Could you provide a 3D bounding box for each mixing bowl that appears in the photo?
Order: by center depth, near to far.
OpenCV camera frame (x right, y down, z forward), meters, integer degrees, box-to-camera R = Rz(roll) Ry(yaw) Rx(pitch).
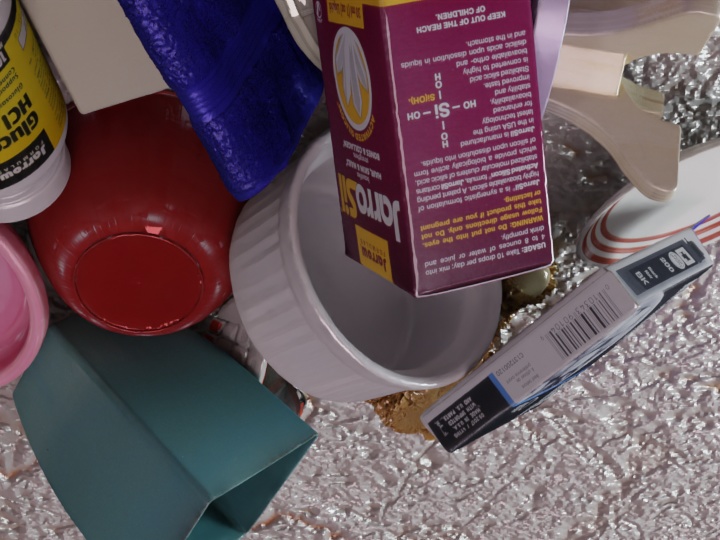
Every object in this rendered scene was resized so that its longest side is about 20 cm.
[{"bbox_3d":[-0.163,-0.024,1.173,0.199,0.109,0.201,-1,131,-1],"label":"mixing bowl"}]

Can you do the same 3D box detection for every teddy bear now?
[{"bbox_3d":[0.076,0.044,1.279,0.144,0.067,0.201,3,124,-18],"label":"teddy bear"}]

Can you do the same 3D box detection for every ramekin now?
[{"bbox_3d":[0.000,0.000,1.142,0.200,0.201,0.098,33,143,-27],"label":"ramekin"}]

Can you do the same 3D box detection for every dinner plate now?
[{"bbox_3d":[0.252,-0.058,1.173,0.199,0.024,0.200,-16,158,-6],"label":"dinner plate"}]

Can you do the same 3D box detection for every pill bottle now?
[{"bbox_3d":[-0.260,-0.119,1.038,0.112,0.113,0.200,-8,150,4],"label":"pill bottle"}]

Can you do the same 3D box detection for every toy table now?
[{"bbox_3d":[0.161,-0.141,1.051,0.117,0.185,0.200,8,170,-2],"label":"toy table"}]

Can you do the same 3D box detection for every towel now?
[{"bbox_3d":[-0.088,-0.165,1.030,0.049,0.148,0.200,-9,131,26],"label":"towel"}]

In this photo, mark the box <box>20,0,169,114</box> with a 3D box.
[{"bbox_3d":[-0.185,-0.213,1.021,0.077,0.095,0.200,-15,131,9],"label":"box"}]

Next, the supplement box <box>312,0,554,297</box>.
[{"bbox_3d":[0.044,-0.100,1.003,0.103,0.131,0.201,-13,106,-19],"label":"supplement box"}]

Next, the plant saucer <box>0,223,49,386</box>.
[{"bbox_3d":[-0.331,0.005,1.204,0.200,0.051,0.201,7,128,9],"label":"plant saucer"}]

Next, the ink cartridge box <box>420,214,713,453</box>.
[{"bbox_3d":[0.165,0.046,1.158,0.198,0.200,0.043,-43,78,34],"label":"ink cartridge box"}]

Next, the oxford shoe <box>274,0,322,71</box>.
[{"bbox_3d":[-0.034,-0.213,1.040,0.058,0.075,0.200,-14,125,15],"label":"oxford shoe"}]

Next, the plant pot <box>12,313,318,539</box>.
[{"bbox_3d":[-0.171,0.128,1.240,0.200,0.141,0.141,44,126,14],"label":"plant pot"}]

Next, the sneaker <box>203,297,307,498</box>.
[{"bbox_3d":[-0.086,0.101,1.322,0.082,0.077,0.201,-16,129,-38],"label":"sneaker"}]
